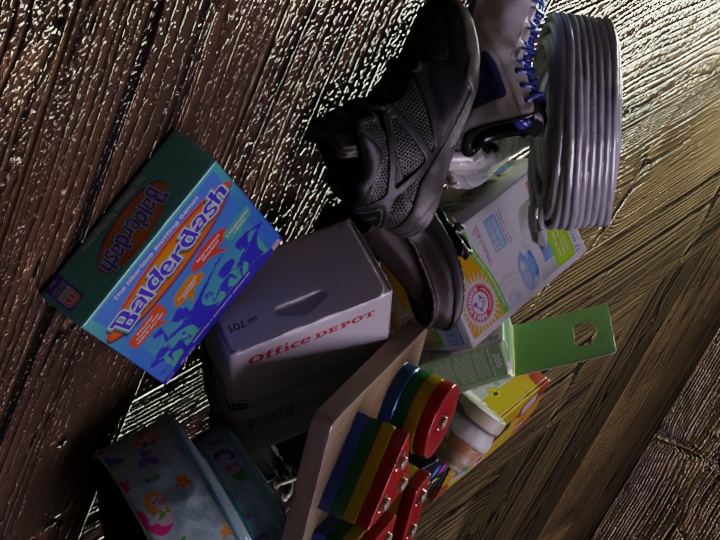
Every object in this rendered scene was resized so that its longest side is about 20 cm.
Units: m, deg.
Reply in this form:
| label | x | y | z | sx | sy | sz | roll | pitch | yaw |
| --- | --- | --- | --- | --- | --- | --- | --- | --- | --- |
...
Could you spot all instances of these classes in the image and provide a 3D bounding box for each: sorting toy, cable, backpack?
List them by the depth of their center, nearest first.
| label | x | y | z | sx | sy | sz | roll | pitch | yaw |
| --- | --- | --- | --- | --- | --- | --- | --- | --- | --- |
| sorting toy | 0.012 | 0.173 | 1.576 | 0.200 | 0.070 | 0.199 | -41 | 150 | -57 |
| backpack | -0.144 | 0.215 | 1.580 | 0.150 | 0.178 | 0.200 | -28 | 153 | -11 |
| cable | 0.196 | -0.135 | 1.716 | 0.200 | 0.069 | 0.200 | 96 | -4 | -69 |

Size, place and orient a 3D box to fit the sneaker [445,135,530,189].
| label | x | y | z | sx | sy | sz | roll | pitch | yaw |
| --- | --- | --- | --- | --- | --- | --- | --- | --- | --- |
| sneaker | 0.097 | -0.109 | 1.770 | 0.081 | 0.075 | 0.200 | -51 | 164 | 23 |

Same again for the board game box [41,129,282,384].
| label | x | y | z | sx | sy | sz | roll | pitch | yaw |
| --- | --- | --- | --- | --- | --- | --- | --- | --- | --- |
| board game box | -0.142 | -0.004 | 1.409 | 0.152 | 0.045 | 0.200 | -52 | 161 | -4 |

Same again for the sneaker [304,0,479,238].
| label | x | y | z | sx | sy | sz | roll | pitch | yaw |
| --- | --- | --- | --- | --- | --- | --- | --- | --- | --- |
| sneaker | 0.027 | -0.136 | 1.522 | 0.114 | 0.076 | 0.200 | 21 | 86 | -39 |

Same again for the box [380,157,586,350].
| label | x | y | z | sx | sy | sz | roll | pitch | yaw |
| --- | --- | --- | --- | --- | --- | --- | --- | --- | --- |
| box | 0.111 | -0.016 | 1.844 | 0.101 | 0.113 | 0.200 | -5 | -156 | 47 |

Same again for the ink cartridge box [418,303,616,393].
| label | x | y | z | sx | sy | sz | roll | pitch | yaw |
| --- | --- | --- | --- | --- | --- | --- | --- | --- | --- |
| ink cartridge box | 0.144 | 0.063 | 1.850 | 0.200 | 0.048 | 0.146 | -17 | -163 | 9 |

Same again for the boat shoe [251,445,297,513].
| label | x | y | z | sx | sy | sz | roll | pitch | yaw |
| --- | --- | --- | --- | --- | --- | --- | --- | --- | --- |
| boat shoe | -0.082 | 0.208 | 1.777 | 0.071 | 0.064 | 0.200 | -48 | 129 | -51 |

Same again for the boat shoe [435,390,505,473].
| label | x | y | z | sx | sy | sz | roll | pitch | yaw |
| --- | --- | --- | --- | --- | --- | --- | --- | --- | --- |
| boat shoe | 0.086 | 0.146 | 1.882 | 0.068 | 0.075 | 0.200 | -54 | -171 | 2 |

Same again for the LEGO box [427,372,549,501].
| label | x | y | z | sx | sy | sz | roll | pitch | yaw |
| --- | --- | --- | --- | --- | --- | --- | --- | --- | --- |
| LEGO box | 0.090 | 0.141 | 2.076 | 0.200 | 0.149 | 0.077 | -32 | 153 | -48 |

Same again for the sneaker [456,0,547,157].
| label | x | y | z | sx | sy | sz | roll | pitch | yaw |
| --- | --- | --- | --- | --- | --- | --- | --- | --- | --- |
| sneaker | 0.130 | -0.177 | 1.643 | 0.199 | 0.115 | 0.081 | -54 | 163 | 3 |

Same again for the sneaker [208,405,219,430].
| label | x | y | z | sx | sy | sz | roll | pitch | yaw |
| --- | --- | --- | --- | --- | --- | --- | --- | --- | --- |
| sneaker | -0.064 | 0.102 | 1.747 | 0.200 | 0.067 | 0.090 | -50 | 160 | -27 |

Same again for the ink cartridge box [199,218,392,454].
| label | x | y | z | sx | sy | sz | roll | pitch | yaw |
| --- | --- | --- | --- | --- | --- | --- | --- | --- | --- |
| ink cartridge box | -0.057 | 0.061 | 1.600 | 0.146 | 0.086 | 0.200 | -21 | 151 | -14 |

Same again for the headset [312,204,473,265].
| label | x | y | z | sx | sy | sz | roll | pitch | yaw |
| --- | --- | --- | --- | --- | --- | --- | --- | --- | --- |
| headset | 0.000 | 0.000 | 1.686 | 0.200 | 0.094 | 0.124 | -32 | 155 | -23 |

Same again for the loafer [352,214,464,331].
| label | x | y | z | sx | sy | sz | roll | pitch | yaw |
| --- | --- | --- | --- | --- | --- | --- | --- | --- | --- |
| loafer | 0.027 | -0.035 | 1.613 | 0.071 | 0.200 | 0.073 | -25 | -169 | -20 |

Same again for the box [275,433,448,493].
| label | x | y | z | sx | sy | sz | roll | pitch | yaw |
| --- | --- | --- | --- | --- | --- | --- | --- | --- | --- |
| box | -0.014 | 0.191 | 1.905 | 0.124 | 0.149 | 0.200 | -55 | 163 | 23 |
